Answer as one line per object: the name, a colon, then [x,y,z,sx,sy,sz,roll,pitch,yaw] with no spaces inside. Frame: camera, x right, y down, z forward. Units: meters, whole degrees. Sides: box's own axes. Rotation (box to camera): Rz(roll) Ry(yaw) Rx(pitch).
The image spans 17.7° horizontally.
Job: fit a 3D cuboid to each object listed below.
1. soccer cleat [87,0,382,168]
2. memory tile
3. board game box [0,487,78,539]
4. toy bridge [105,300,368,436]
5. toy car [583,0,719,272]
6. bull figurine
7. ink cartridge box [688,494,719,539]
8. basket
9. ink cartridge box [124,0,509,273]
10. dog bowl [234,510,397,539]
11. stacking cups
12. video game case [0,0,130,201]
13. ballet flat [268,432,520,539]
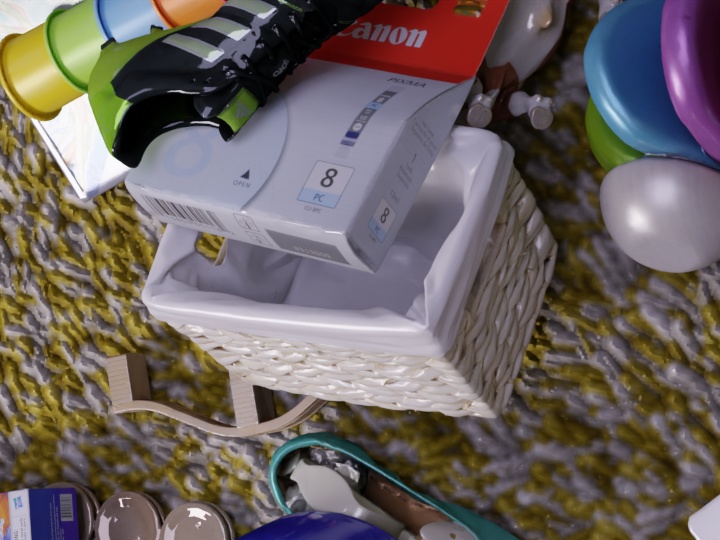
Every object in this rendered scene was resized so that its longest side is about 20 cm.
soccer cleat: [-0.058,-0.120,1.271,0.200,0.068,0.081,-26,53,14]
memory tile: [-0.151,0.241,1.480,0.153,0.017,0.201,4,88,26]
board game box: [-0.240,0.246,1.490,0.134,0.045,0.201,-11,79,36]
toy bridge: [-0.070,0.069,1.445,0.199,0.027,0.067,-13,82,24]
toy car: [0.207,-0.099,1.232,0.199,0.150,0.176,1,63,26]
bull figurine: [0.083,-0.129,1.344,0.200,0.065,0.121,-60,27,4]
ink cartridge box: [0.282,0.183,1.242,0.116,0.068,0.200,-40,71,18]
basket: [0.000,0.000,1.331,0.199,0.123,0.136,6,62,33]
ink cartridge box: [-0.020,-0.105,1.300,0.160,0.047,0.200,13,68,36]
dog bowl: [-0.026,0.244,1.346,0.200,0.079,0.201,15,115,34]
stacking cups: [-0.128,-0.152,1.393,0.200,0.060,0.061,-22,77,30]
video game case: [-0.160,-0.165,1.451,0.182,0.022,0.200,-27,100,32]
ballet flat: [0.023,0.159,1.370,0.200,0.070,0.068,30,99,24]
